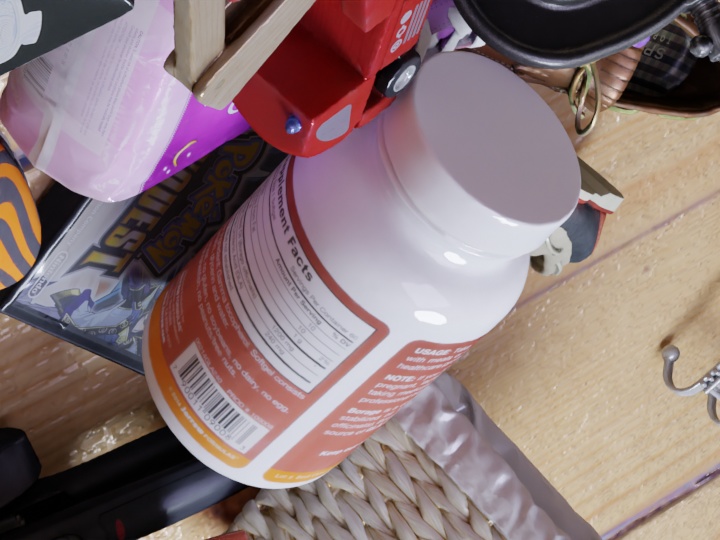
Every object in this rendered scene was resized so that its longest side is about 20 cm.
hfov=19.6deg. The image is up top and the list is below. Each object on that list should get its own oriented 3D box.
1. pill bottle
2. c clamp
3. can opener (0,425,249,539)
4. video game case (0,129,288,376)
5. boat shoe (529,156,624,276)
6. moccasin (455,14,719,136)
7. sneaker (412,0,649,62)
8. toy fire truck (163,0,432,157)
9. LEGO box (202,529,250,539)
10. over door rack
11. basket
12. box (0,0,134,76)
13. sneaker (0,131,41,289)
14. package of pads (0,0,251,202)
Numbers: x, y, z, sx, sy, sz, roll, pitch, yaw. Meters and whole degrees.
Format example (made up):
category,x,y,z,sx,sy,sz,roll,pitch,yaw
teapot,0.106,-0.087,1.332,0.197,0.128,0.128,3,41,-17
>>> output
category,x,y,z,sx,sy,sz,roll,pitch,yaw
pill bottle,0.000,0.000,0.882,0.111,0.113,0.200,0,148,-41
c clamp,0.095,-0.167,0.875,0.170,0.201,0.027,-27,174,-19
can opener,-0.125,0.108,0.979,0.198,0.064,0.079,-14,132,-20
video game case,-0.052,-0.036,0.965,0.201,0.025,0.180,-52,140,7
boat shoe,0.075,-0.035,1.018,0.063,0.071,0.200,-49,161,10
moccasin,0.112,-0.109,1.005,0.200,0.078,0.074,17,111,-47
sneaker,0.065,-0.120,0.893,0.201,0.114,0.073,-47,176,-16
toy fire truck,-0.022,-0.097,0.702,0.141,0.049,0.201,-39,163,-34
LEGO box,-0.145,0.195,0.959,0.148,0.078,0.200,-11,166,-35
over door rack,0.294,0.029,1.278,0.199,0.067,0.147,-34,144,19
basket,0.040,0.165,1.046,0.161,0.200,0.198,-42,168,3
box,-0.192,-0.122,0.635,0.199,0.125,0.149,-23,145,18
sneaker,-0.171,-0.031,0.796,0.078,0.112,0.200,-43,141,-2
package of pads,-0.056,-0.127,0.775,0.120,0.076,0.201,-34,159,-45
